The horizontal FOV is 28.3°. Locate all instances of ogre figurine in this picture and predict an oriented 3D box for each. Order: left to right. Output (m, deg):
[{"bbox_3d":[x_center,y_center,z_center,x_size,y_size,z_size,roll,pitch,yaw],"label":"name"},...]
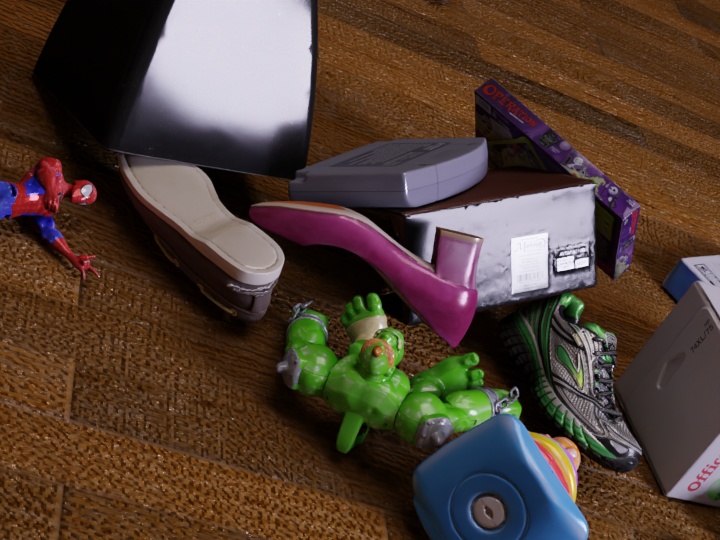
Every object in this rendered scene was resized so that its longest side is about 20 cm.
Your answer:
[{"bbox_3d":[0.020,0.087,1.123,0.200,0.098,0.120,41,25,6],"label":"ogre figurine"}]

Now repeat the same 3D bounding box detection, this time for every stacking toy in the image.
[{"bbox_3d":[0.132,0.165,1.124,0.116,0.110,0.200,57,24,8],"label":"stacking toy"}]

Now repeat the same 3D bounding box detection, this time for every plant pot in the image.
[{"bbox_3d":[-0.150,-0.209,1.269,0.200,0.178,0.199,6,22,-35],"label":"plant pot"}]

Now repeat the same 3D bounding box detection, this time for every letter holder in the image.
[{"bbox_3d":[0.095,-0.030,1.313,0.200,0.101,0.142,-11,16,-25],"label":"letter holder"}]

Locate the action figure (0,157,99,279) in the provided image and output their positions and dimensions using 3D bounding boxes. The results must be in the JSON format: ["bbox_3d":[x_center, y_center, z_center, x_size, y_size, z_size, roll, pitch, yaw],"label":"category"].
[{"bbox_3d":[-0.267,-0.038,1.078,0.099,0.065,0.200,39,31,27],"label":"action figure"}]

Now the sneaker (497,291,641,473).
[{"bbox_3d":[0.195,0.093,1.260,0.078,0.085,0.200,39,18,-48],"label":"sneaker"}]

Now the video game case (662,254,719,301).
[{"bbox_3d":[0.461,0.063,1.598,0.181,0.045,0.200,-5,47,-43],"label":"video game case"}]

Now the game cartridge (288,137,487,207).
[{"bbox_3d":[0.037,-0.090,1.298,0.133,0.041,0.200,-2,13,27],"label":"game cartridge"}]

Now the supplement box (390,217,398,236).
[{"bbox_3d":[0.131,-0.045,1.439,0.200,0.067,0.069,17,34,-24],"label":"supplement box"}]

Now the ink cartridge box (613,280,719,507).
[{"bbox_3d":[0.372,0.127,1.330,0.200,0.147,0.146,14,36,-26],"label":"ink cartridge box"}]

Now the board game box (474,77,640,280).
[{"bbox_3d":[0.187,-0.088,1.385,0.032,0.120,0.200,-37,65,-19],"label":"board game box"}]

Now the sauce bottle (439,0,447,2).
[{"bbox_3d":[0.051,-0.443,1.942,0.200,0.066,0.066,36,31,12],"label":"sauce bottle"}]

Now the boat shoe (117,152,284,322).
[{"bbox_3d":[-0.140,-0.034,1.187,0.072,0.060,0.200,-22,50,-39],"label":"boat shoe"}]

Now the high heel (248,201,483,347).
[{"bbox_3d":[0.000,0.000,1.183,0.200,0.096,0.067,11,7,-7],"label":"high heel"}]
